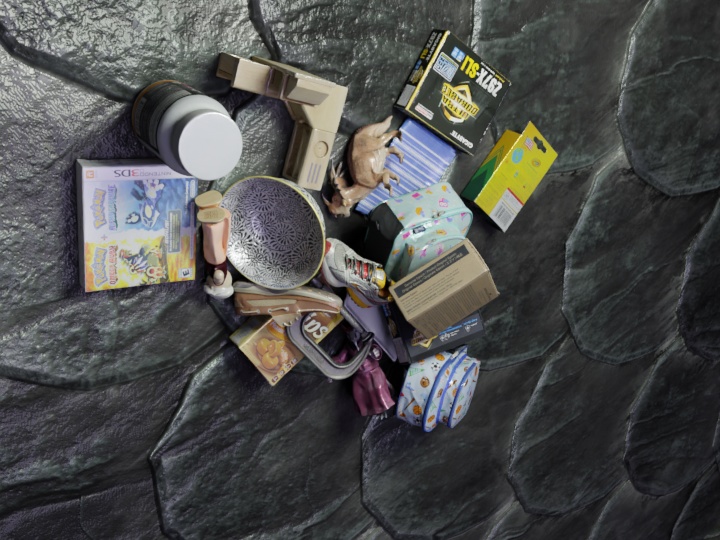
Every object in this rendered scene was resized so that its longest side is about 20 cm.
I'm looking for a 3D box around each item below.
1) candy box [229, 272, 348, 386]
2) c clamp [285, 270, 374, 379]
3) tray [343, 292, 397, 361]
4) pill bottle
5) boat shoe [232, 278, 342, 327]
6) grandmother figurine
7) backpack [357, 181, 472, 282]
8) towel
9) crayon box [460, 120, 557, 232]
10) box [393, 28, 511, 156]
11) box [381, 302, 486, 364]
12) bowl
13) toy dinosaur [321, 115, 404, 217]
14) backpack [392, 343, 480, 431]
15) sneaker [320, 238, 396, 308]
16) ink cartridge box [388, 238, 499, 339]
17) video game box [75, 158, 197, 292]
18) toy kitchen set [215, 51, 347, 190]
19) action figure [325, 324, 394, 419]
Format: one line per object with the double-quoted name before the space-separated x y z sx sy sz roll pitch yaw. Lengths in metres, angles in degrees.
"candy box" -0.130 0.101 1.429 0.200 0.055 0.116 -43 125 -10
"c clamp" -0.044 0.096 1.411 0.170 0.027 0.201 -40 110 -9
"tray" 0.026 0.084 1.525 0.200 0.022 0.108 50 43 -38
"pill bottle" -0.252 -0.203 1.122 0.115 0.200 0.118 -14 119 -28
"boat shoe" -0.128 0.060 1.347 0.076 0.197 0.073 -12 108 -76
"grandmother figurine" -0.237 -0.026 1.269 0.060 0.122 0.201 -2 138 -6
"backpack" 0.115 -0.064 1.430 0.199 0.153 0.177 -30 153 -29
"towel" 0.089 -0.174 1.477 0.144 0.024 0.201 28 94 -38
"crayon box" 0.310 -0.197 1.597 0.127 0.051 0.201 37 88 -39
"box" 0.177 -0.331 1.452 0.199 0.049 0.161 26 93 -38
"box" 0.138 0.064 1.541 0.198 0.050 0.201 -16 88 -28
"bowl" -0.134 -0.077 1.300 0.094 0.198 0.203 -50 142 -58
"toy dinosaur" 0.005 -0.196 1.382 0.086 0.134 0.203 47 53 -78
"backpack" 0.153 0.242 1.596 0.190 0.153 0.202 -20 123 -53
"sneaker" 0.000 0.000 1.350 0.200 0.081 0.079 37 55 -47
"ink cartridge box" 0.154 0.038 1.381 0.164 0.076 0.200 -33 159 5
"video game box" -0.349 -0.075 1.213 0.180 0.047 0.202 -6 113 -29
"toy kitchen set" -0.120 -0.228 1.223 0.198 0.163 0.182 7 107 -35
"action figure" 0.016 0.188 1.535 0.149 0.133 0.202 -26 102 -59
